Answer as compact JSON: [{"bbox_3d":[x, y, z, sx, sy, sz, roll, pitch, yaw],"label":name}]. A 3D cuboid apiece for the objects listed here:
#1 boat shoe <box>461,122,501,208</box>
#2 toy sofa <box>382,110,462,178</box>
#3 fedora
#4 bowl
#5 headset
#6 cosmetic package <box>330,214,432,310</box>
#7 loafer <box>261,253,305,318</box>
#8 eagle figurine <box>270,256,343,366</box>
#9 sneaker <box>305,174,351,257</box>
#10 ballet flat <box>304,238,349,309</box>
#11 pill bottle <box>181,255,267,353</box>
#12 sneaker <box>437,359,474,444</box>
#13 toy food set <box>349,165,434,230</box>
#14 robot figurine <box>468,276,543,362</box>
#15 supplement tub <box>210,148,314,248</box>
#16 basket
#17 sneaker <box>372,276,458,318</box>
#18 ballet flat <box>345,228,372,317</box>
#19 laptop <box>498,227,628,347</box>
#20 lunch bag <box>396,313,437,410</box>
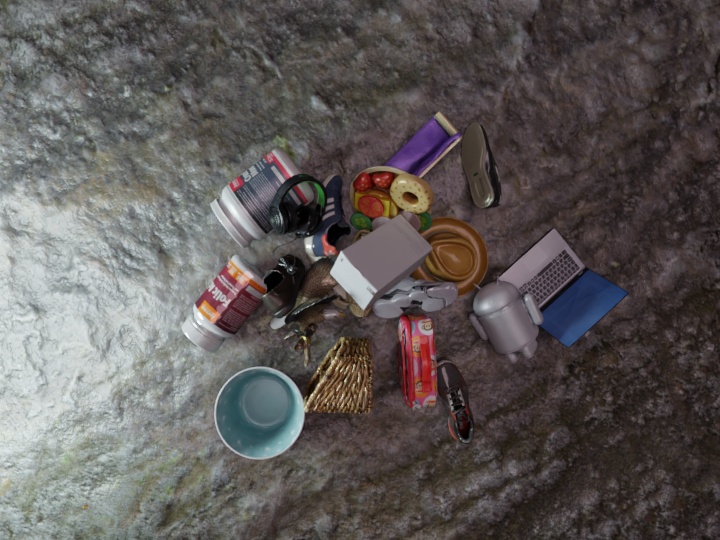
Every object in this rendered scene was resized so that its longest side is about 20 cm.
[{"bbox_3d":[0.288,-0.246,1.233,0.067,0.071,0.203,-6,84,-39],"label":"boat shoe"},{"bbox_3d":[0.135,-0.266,1.198,0.200,0.098,0.083,-44,93,-1],"label":"toy sofa"},{"bbox_3d":[0.208,-0.031,1.213,0.197,0.082,0.204,0,90,-3],"label":"fedora"},{"bbox_3d":[-0.220,0.309,1.185,0.197,0.105,0.204,0,92,-2],"label":"bowl"},{"bbox_3d":[-0.131,-0.098,1.098,0.122,0.094,0.202,5,115,-45],"label":"headset"},{"bbox_3d":[0.046,-0.021,1.095,0.199,0.081,0.113,-33,75,-36],"label":"cosmetic package"},{"bbox_3d":[-0.170,0.017,1.140,0.073,0.201,0.071,-34,117,17],"label":"loafer"},{"bbox_3d":[-0.105,0.078,1.147,0.150,0.202,0.152,-19,48,-34],"label":"eagle figurine"},{"bbox_3d":[-0.055,-0.123,1.176,0.083,0.075,0.203,5,73,27],"label":"sneaker"},{"bbox_3d":[-0.069,-0.003,1.208,0.069,0.069,0.202,-29,92,-2],"label":"ballet flat"},{"bbox_3d":[-0.300,0.076,1.172,0.114,0.114,0.201,39,88,-3],"label":"pill bottle"},{"bbox_3d":[0.229,0.308,1.221,0.076,0.082,0.203,-20,92,-3],"label":"sneaker"},{"bbox_3d":[0.067,-0.145,1.165,0.197,0.199,0.049,14,50,11],"label":"toy food set"},{"bbox_3d":[0.333,0.109,1.205,0.168,0.113,0.202,-25,98,34],"label":"robot figurine"},{"bbox_3d":[-0.215,-0.159,1.159,0.199,0.140,0.141,-37,93,-2],"label":"supplement tub"},{"bbox_3d":[-0.051,0.218,1.145,0.146,0.200,0.145,1,92,-3],"label":"basket"},{"bbox_3d":[0.121,0.034,1.178,0.197,0.116,0.075,-14,135,22],"label":"sneaker"},{"bbox_3d":[0.000,0.000,1.168,0.069,0.065,0.203,0,77,4],"label":"ballet flat"},{"bbox_3d":[0.464,0.035,1.213,0.187,0.116,0.201,-41,93,-2],"label":"laptop"},{"bbox_3d":[0.130,0.201,1.167,0.081,0.176,0.203,-3,91,-3],"label":"lunch bag"}]
